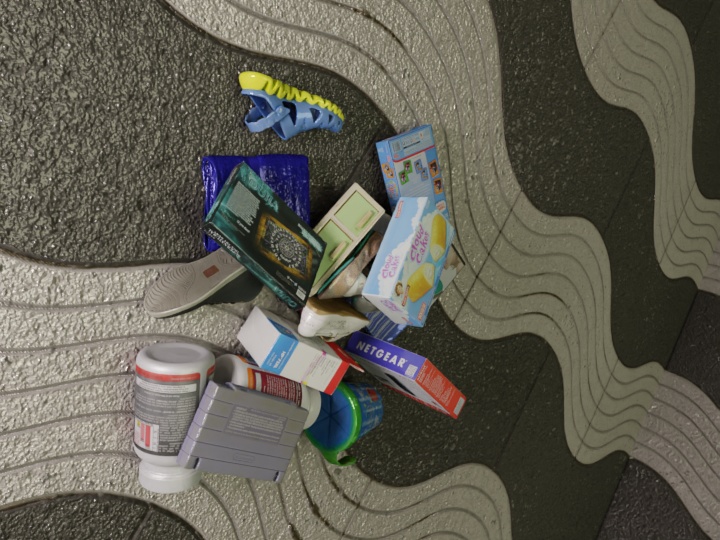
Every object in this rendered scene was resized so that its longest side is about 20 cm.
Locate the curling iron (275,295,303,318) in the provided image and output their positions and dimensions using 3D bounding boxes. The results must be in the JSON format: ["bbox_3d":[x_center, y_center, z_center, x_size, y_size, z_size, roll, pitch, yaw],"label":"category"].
[{"bbox_3d":[-0.106,0.102,1.154,0.049,0.025,0.202,-38,125,-28],"label":"curling iron"}]

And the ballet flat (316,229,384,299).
[{"bbox_3d":[0.000,0.000,1.109,0.067,0.068,0.200,42,51,-2],"label":"ballet flat"}]

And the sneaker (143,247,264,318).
[{"bbox_3d":[-0.231,0.035,0.978,0.199,0.075,0.107,-30,149,-18],"label":"sneaker"}]

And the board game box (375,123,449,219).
[{"bbox_3d":[0.109,-0.175,1.253,0.151,0.036,0.203,-30,112,-44],"label":"board game box"}]

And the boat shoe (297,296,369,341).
[{"bbox_3d":[-0.052,0.092,1.116,0.070,0.071,0.199,-60,152,8],"label":"boat shoe"}]

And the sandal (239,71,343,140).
[{"bbox_3d":[-0.115,-0.253,1.017,0.198,0.079,0.088,9,99,-37],"label":"sandal"}]

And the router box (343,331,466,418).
[{"bbox_3d":[0.088,0.207,1.254,0.180,0.199,0.049,46,70,-40],"label":"router box"}]

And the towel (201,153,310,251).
[{"bbox_3d":[-0.163,-0.113,1.021,0.198,0.049,0.150,-12,110,-43],"label":"towel"}]

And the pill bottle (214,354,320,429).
[{"bbox_3d":[-0.164,0.216,1.065,0.199,0.112,0.114,25,84,-45],"label":"pill bottle"}]

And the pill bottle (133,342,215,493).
[{"bbox_3d":[-0.283,0.220,0.945,0.115,0.115,0.203,-4,104,-44],"label":"pill bottle"}]

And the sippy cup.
[{"bbox_3d":[-0.026,0.274,1.217,0.130,0.139,0.179,4,123,-55],"label":"sippy cup"}]

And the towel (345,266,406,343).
[{"bbox_3d":[0.056,0.062,1.263,0.145,0.024,0.201,-42,136,-11],"label":"towel"}]

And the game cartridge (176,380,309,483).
[{"bbox_3d":[-0.174,0.249,0.961,0.199,0.038,0.131,30,75,-46],"label":"game cartridge"}]

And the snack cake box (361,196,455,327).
[{"bbox_3d":[0.090,-0.017,1.114,0.115,0.067,0.202,42,62,-44],"label":"snack cake box"}]

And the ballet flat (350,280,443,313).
[{"bbox_3d":[0.067,0.043,1.195,0.198,0.064,0.068,-5,60,-34],"label":"ballet flat"}]

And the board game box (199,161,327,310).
[{"bbox_3d":[-0.139,-0.051,0.959,0.200,0.028,0.136,45,44,-29],"label":"board game box"}]

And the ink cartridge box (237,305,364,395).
[{"bbox_3d":[-0.101,0.145,1.082,0.199,0.116,0.068,30,93,-37],"label":"ink cartridge box"}]

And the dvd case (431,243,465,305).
[{"bbox_3d":[0.130,-0.015,1.257,0.143,0.017,0.200,-49,136,-7],"label":"dvd case"}]

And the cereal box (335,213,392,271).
[{"bbox_3d":[0.027,-0.042,1.237,0.199,0.039,0.146,23,86,-47],"label":"cereal box"}]

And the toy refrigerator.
[{"bbox_3d":[-0.051,-0.053,1.096,0.076,0.070,0.200,43,73,-6],"label":"toy refrigerator"}]
